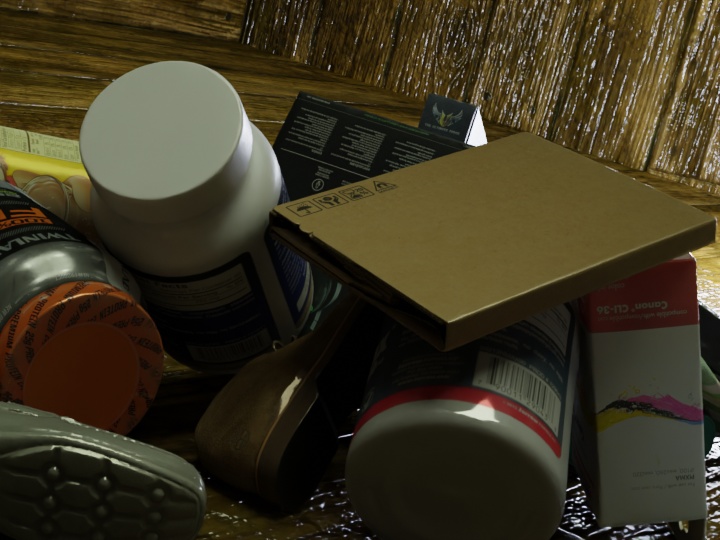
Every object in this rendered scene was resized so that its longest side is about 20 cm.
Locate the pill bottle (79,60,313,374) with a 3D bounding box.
[{"bbox_3d":[-0.097,-0.028,0.822,0.115,0.116,0.200,18,-26,17],"label":"pill bottle"}]

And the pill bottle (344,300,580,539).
[{"bbox_3d":[0.066,0.057,0.777,0.119,0.120,0.201,14,41,3],"label":"pill bottle"}]

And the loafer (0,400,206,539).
[{"bbox_3d":[-0.171,0.091,0.657,0.199,0.070,0.070,13,21,-4],"label":"loafer"}]

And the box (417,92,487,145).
[{"bbox_3d":[0.071,-0.062,1.256,0.051,0.159,0.200,16,-6,10],"label":"box"}]

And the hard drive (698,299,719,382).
[{"bbox_3d":[0.264,0.061,1.044,0.199,0.038,0.140,36,-3,1],"label":"hard drive"}]

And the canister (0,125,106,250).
[{"bbox_3d":[-0.263,-0.035,0.925,0.199,0.149,0.087,9,39,-26],"label":"canister"}]

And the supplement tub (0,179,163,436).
[{"bbox_3d":[-0.202,0.025,0.787,0.122,0.123,0.200,3,17,-39],"label":"supplement tub"}]

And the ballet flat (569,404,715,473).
[{"bbox_3d":[0.175,0.110,0.970,0.199,0.068,0.064,11,4,-39],"label":"ballet flat"}]

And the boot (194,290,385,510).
[{"bbox_3d":[-0.028,0.052,0.820,0.075,0.074,0.200,12,46,30],"label":"boot"}]

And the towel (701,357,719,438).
[{"bbox_3d":[0.248,0.084,1.047,0.200,0.023,0.152,41,-6,-41],"label":"towel"}]

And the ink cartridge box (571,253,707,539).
[{"bbox_3d":[0.167,0.080,0.834,0.067,0.202,0.117,-5,12,2],"label":"ink cartridge box"}]

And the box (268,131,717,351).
[{"bbox_3d":[0.074,-0.024,0.764,0.199,0.021,0.163,-18,33,-32],"label":"box"}]

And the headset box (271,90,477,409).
[{"bbox_3d":[0.000,0.000,0.951,0.173,0.201,0.093,19,-13,25],"label":"headset box"}]
